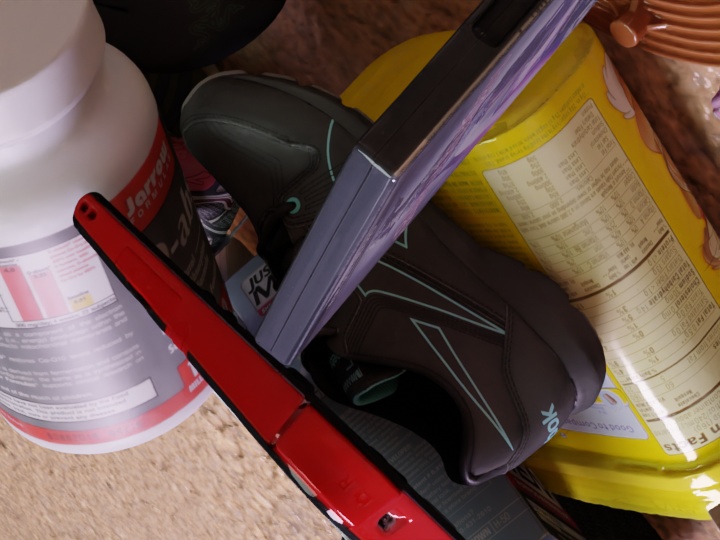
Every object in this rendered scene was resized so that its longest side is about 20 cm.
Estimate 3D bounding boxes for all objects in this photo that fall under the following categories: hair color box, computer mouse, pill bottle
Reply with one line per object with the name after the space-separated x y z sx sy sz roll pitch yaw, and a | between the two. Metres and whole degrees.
0.025 0.074 1.005 0.200 0.061 0.099 53 -173 29 | hair color box
-0.128 -0.123 0.921 0.199 0.053 0.139 6 126 -7 | computer mouse
-0.129 -0.026 0.904 0.116 0.116 0.200 23 147 33 | pill bottle

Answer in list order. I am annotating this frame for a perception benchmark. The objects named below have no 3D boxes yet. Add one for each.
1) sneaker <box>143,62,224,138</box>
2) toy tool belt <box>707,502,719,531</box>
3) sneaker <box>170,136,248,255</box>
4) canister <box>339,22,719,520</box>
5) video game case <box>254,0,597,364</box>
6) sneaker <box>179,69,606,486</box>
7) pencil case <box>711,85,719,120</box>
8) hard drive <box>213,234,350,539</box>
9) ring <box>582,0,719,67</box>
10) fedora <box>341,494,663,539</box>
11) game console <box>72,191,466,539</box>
-0.122 -0.097 1.030 0.067 0.090 0.201 19 145 35 | sneaker
0.229 0.101 0.771 0.200 0.123 0.125 25 133 52 | toy tool belt
-0.098 -0.011 1.057 0.080 0.075 0.200 4 160 -15 | sneaker
0.085 -0.001 0.895 0.148 0.087 0.200 4 136 53 | canister
0.044 -0.068 0.694 0.019 0.200 0.143 37 152 4 | video game case
0.000 0.000 0.833 0.200 0.079 0.075 39 154 12 | sneaker
0.209 -0.027 0.697 0.200 0.083 0.087 38 -175 -2 | pencil case
-0.030 0.061 1.086 0.132 0.027 0.200 49 -173 -15 | hard drive
0.092 -0.147 0.757 0.200 0.019 0.201 32 152 20 | ring
0.092 0.156 1.080 0.200 0.201 0.092 36 121 11 | fedora
-0.018 0.060 0.850 0.177 0.031 0.200 47 178 35 | game console
